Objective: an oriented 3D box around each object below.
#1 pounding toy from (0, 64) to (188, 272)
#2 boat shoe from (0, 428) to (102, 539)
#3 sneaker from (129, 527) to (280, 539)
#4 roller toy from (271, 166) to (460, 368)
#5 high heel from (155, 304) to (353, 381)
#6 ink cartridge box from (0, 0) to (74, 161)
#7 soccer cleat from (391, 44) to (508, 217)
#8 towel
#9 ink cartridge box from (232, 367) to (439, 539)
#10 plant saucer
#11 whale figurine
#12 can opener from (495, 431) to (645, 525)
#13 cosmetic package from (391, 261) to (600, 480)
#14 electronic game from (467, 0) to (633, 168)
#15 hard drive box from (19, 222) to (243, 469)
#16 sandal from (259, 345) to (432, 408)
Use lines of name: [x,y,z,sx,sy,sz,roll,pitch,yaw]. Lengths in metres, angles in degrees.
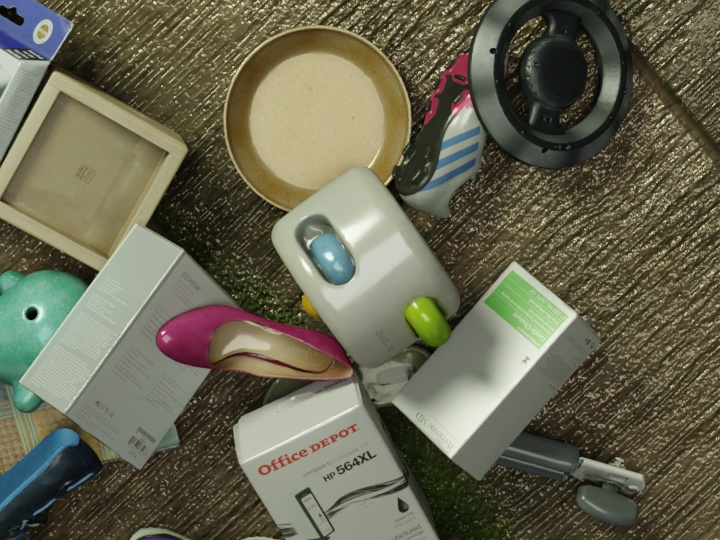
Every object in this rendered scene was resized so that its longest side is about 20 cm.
pounding toy: [-0.300,-0.130,1.657,0.199,0.142,0.185,29,94,-15]
boat shoe: [-0.357,0.254,1.694,0.200,0.084,0.069,-36,120,21]
sneaker: [-0.157,0.328,1.707,0.199,0.100,0.070,5,97,-2]
roller toy: [0.000,0.000,1.622,0.139,0.200,0.183,-35,107,1]
high heel: [-0.104,0.079,1.607,0.199,0.096,0.068,0,107,-36]
ink cartridge box: [-0.402,-0.201,1.620,0.199,0.041,0.201,31,94,39]
soccer cleat: [0.106,-0.149,1.696,0.086,0.070,0.201,38,79,-42]
towel: [-0.306,0.141,1.726,0.199,0.022,0.147,-13,95,1]
ink cartridge box: [-0.026,0.224,1.678,0.146,0.084,0.200,-27,117,5]
plant saucer: [-0.046,-0.159,1.697,0.199,0.035,0.201,0,96,-2]
whale figurine: [-0.363,0.069,1.662,0.199,0.104,0.160,-12,70,2]
can opener: [0.215,0.217,1.727,0.199,0.053,0.067,20,59,-1]
cosmetic package: [0.144,0.107,1.681,0.200,0.085,0.108,-49,55,-1]
electronic game: [0.201,-0.207,1.674,0.199,0.042,0.201,-2,94,-24]
hard drive box: [-0.226,0.079,1.627,0.077,0.156,0.200,28,76,34]
sandal: [-0.014,0.126,1.715,0.200,0.057,0.080,-18,96,0]
